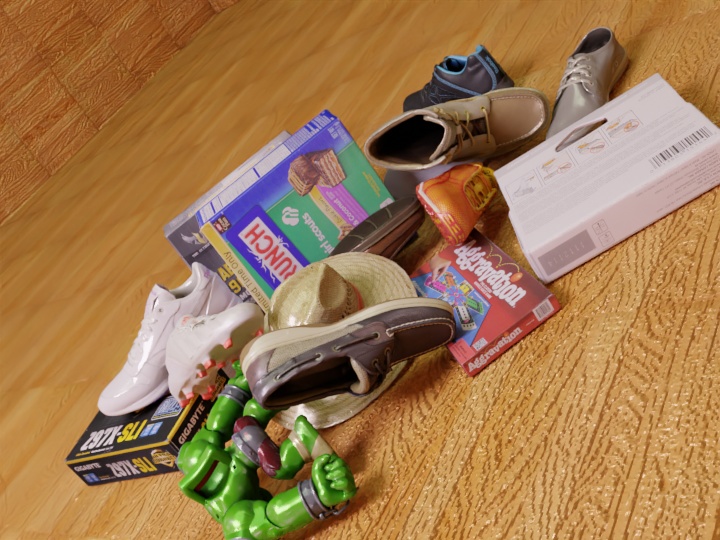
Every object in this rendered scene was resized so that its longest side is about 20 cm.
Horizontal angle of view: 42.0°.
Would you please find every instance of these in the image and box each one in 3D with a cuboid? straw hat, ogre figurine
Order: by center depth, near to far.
[{"bbox_3d":[-0.094,0.166,0.821,0.120,0.098,0.200,-41,61,-8],"label":"ogre figurine"},{"bbox_3d":[-0.044,0.045,0.909,0.197,0.085,0.205,-15,52,20],"label":"straw hat"}]

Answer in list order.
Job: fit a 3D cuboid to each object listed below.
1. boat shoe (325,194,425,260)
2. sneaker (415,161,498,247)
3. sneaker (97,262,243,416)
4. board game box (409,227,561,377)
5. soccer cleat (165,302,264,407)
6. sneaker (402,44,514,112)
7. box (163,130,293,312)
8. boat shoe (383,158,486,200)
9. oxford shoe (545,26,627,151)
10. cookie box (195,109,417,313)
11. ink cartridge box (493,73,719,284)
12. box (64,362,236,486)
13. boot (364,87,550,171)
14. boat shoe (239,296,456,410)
[{"bbox_3d":[0.000,0.000,1.035,0.199,0.068,0.072,-39,15,1],"label":"boat shoe"},{"bbox_3d":[0.105,-0.082,0.981,0.076,0.074,0.200,-32,11,17],"label":"sneaker"},{"bbox_3d":[-0.229,0.075,1.061,0.200,0.100,0.075,-45,27,-14],"label":"sneaker"},{"bbox_3d":[0.107,0.023,0.901,0.102,0.020,0.200,-37,24,0],"label":"board game box"},{"bbox_3d":[-0.156,0.071,0.939,0.068,0.079,0.200,-13,-19,-35],"label":"soccer cleat"},{"bbox_3d":[0.124,-0.259,1.296,0.198,0.082,0.074,-7,39,51],"label":"sneaker"},{"bbox_3d":[-0.122,-0.050,1.173,0.199,0.159,0.048,-37,24,-3],"label":"box"},{"bbox_3d":[0.114,-0.155,1.139,0.198,0.072,0.068,-35,18,13],"label":"boat shoe"},{"bbox_3d":[0.251,-0.208,1.065,0.074,0.058,0.202,-9,39,43],"label":"oxford shoe"},{"bbox_3d":[-0.063,-0.053,1.086,0.199,0.172,0.075,-38,21,-1],"label":"cookie box"},{"bbox_3d":[0.234,-0.093,0.898,0.198,0.045,0.177,-31,26,14],"label":"ink cartridge box"},{"bbox_3d":[-0.235,0.164,1.090,0.197,0.050,0.161,-17,33,38],"label":"box"},{"bbox_3d":[0.108,-0.152,1.018,0.196,0.074,0.155,-11,6,14],"label":"boot"},{"bbox_3d":[-0.004,0.079,0.817,0.196,0.074,0.066,-15,49,-9],"label":"boat shoe"}]
